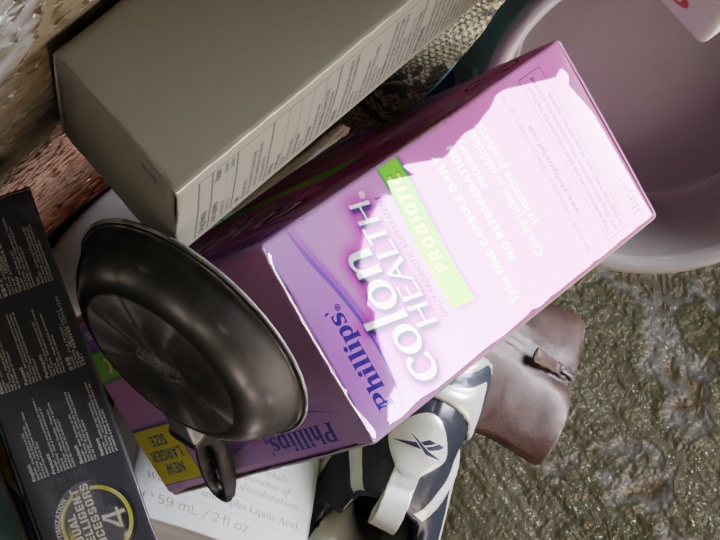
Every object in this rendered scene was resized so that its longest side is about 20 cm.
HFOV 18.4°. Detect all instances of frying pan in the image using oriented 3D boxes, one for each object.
[{"bbox_3d":[-0.081,0.041,0.914,0.031,0.115,0.190,-48,179,-28],"label":"frying pan"}]

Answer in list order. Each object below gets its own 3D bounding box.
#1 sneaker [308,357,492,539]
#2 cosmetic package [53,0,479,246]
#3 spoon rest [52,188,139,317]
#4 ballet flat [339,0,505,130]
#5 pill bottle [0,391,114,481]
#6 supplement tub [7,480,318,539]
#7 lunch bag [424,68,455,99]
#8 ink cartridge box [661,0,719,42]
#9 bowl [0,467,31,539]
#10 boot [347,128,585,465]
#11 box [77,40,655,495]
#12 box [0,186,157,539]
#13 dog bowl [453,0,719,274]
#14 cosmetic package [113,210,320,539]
[{"bbox_3d":[0.000,0.117,1.179,0.199,0.079,0.130,-32,-147,63],"label":"sneaker"},{"bbox_3d":[-0.019,-0.103,0.858,0.200,0.073,0.104,-40,174,-14],"label":"cosmetic package"},{"bbox_3d":[-0.142,0.022,1.110,0.099,0.060,0.201,-36,159,-46],"label":"spoon rest"},{"bbox_3d":[0.046,-0.150,1.020,0.200,0.068,0.075,-42,153,10],"label":"ballet flat"},{"bbox_3d":[-0.184,0.137,1.310,0.200,0.111,0.111,-42,174,1],"label":"pill bottle"},{"bbox_3d":[-0.125,0.180,1.203,0.199,0.145,0.144,-3,154,-28],"label":"supplement tub"},{"bbox_3d":[0.110,-0.125,1.201,0.199,0.133,0.136,-34,-174,10],"label":"lunch bag"},{"bbox_3d":[0.133,-0.191,0.839,0.085,0.148,0.200,-39,172,-13],"label":"ink cartridge box"},{"bbox_3d":[-0.177,0.146,0.913,0.104,0.202,0.201,-22,170,-10],"label":"bowl"},{"bbox_3d":[0.055,0.001,1.307,0.072,0.165,0.201,-38,-145,58],"label":"boot"},{"bbox_3d":[0.000,0.000,1.020,0.200,0.097,0.175,-37,-170,-34],"label":"box"},{"bbox_3d":[-0.120,0.083,0.925,0.049,0.201,0.161,-19,170,-12],"label":"box"},{"bbox_3d":[0.144,-0.087,1.087,0.200,0.200,0.059,-44,-160,24],"label":"dog bowl"},{"bbox_3d":[-0.073,0.069,1.159,0.074,0.101,0.201,-49,-153,50],"label":"cosmetic package"}]
